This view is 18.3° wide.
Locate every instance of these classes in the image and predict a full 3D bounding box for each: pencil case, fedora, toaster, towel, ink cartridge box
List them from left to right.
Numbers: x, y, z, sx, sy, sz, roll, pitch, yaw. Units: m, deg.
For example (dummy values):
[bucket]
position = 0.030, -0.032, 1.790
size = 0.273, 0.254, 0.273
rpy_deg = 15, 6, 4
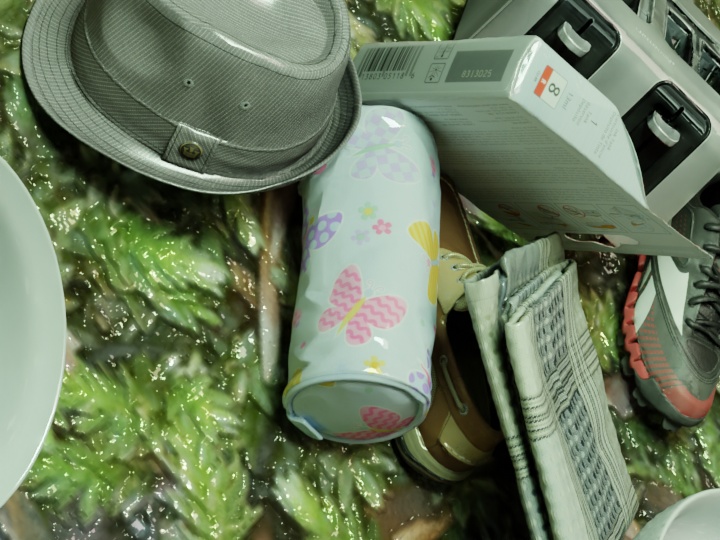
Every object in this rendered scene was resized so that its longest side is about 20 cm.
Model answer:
[fedora]
position = -0.085, -0.136, 1.267
size = 0.199, 0.090, 0.177
rpy_deg = 27, 51, -4
[pencil case]
position = 0.000, 0.000, 1.311
size = 0.083, 0.090, 0.201
rpy_deg = 65, 22, -55
[ink cartridge box]
position = 0.109, -0.074, 1.372
size = 0.200, 0.162, 0.050
rpy_deg = 32, 73, -36
[towel]
position = 0.122, 0.079, 1.339
size = 0.192, 0.034, 0.201
rpy_deg = -28, 103, -69
[toaster]
position = 0.158, -0.133, 1.482
size = 0.181, 0.119, 0.200
rpy_deg = 43, 24, -10

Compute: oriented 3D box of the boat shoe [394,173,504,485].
[boat shoe]
position = 0.060, 0.028, 1.360
size = 0.075, 0.074, 0.201
rpy_deg = 14, 58, -37

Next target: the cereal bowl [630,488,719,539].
[cereal bowl]
position = 0.223, 0.241, 1.376
size = 0.199, 0.083, 0.201
rpy_deg = 22, 52, -32

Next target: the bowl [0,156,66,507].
[bowl]
position = -0.238, 0.029, 1.052
size = 0.201, 0.090, 0.202
rpy_deg = 4, 85, -54

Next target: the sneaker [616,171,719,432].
[sneaker]
position = 0.227, 0.010, 1.508
size = 0.071, 0.098, 0.201
rpy_deg = 29, 51, -29
